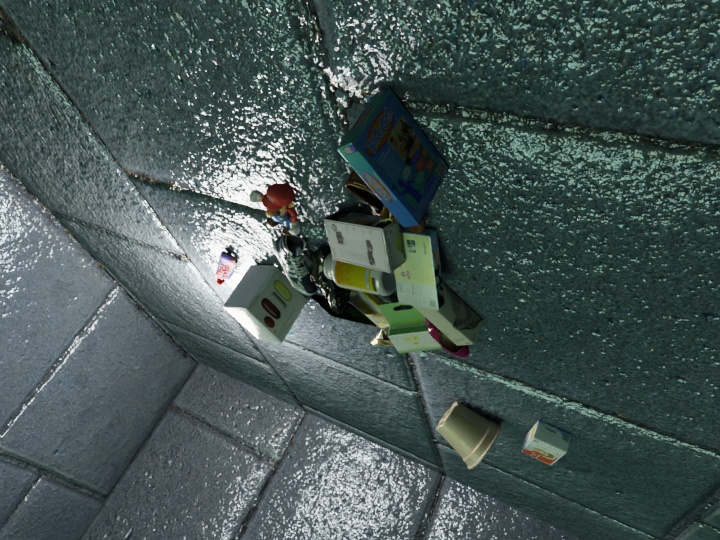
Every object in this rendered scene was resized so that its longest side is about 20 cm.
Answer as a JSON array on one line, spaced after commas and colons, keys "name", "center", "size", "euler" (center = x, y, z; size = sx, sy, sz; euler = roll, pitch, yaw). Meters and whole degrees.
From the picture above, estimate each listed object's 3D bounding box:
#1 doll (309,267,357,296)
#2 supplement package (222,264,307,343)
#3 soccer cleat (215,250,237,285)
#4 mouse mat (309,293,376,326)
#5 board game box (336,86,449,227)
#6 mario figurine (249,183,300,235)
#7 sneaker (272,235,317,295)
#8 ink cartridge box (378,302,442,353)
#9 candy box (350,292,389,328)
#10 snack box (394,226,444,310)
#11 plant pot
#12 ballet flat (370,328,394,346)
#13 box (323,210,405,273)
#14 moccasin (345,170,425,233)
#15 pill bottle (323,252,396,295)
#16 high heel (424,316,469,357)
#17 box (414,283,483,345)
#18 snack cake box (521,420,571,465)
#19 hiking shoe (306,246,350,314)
[{"name": "doll", "center": [-0.089, 0.041, 1.614], "size": [0.199, 0.048, 0.137], "euler": [16, 138, 38]}, {"name": "supplement package", "center": [-0.330, 0.115, 1.852], "size": [0.146, 0.192, 0.200], "euler": [1, 142, 43]}, {"name": "soccer cleat", "center": [-0.502, -0.006, 1.951], "size": [0.068, 0.074, 0.200], "euler": [31, 153, -2]}, {"name": "mouse mat", "center": [-0.057, 0.120, 1.632], "size": [0.199, 0.008, 0.161], "euler": [20, -168, -42]}, {"name": "board game box", "center": [0.066, -0.203, 0.960], "size": [0.045, 0.153, 0.200], "euler": [-6, 135, 50]}, {"name": "mario figurine", "center": [-0.224, -0.150, 1.387], "size": [0.122, 0.107, 0.200], "euler": [-6, 160, -5]}, {"name": "sneaker", "center": [-0.181, -0.021, 1.563], "size": [0.201, 0.070, 0.108], "euler": [57, 147, -3]}, {"name": "ink cartridge box", "center": [0.149, 0.170, 1.573], "size": [0.144, 0.048, 0.200], "euler": [-10, 138, 23]}, {"name": "candy box", "center": [0.031, 0.111, 1.661], "size": [0.200, 0.027, 0.102], "euler": [43, 146, -21]}, {"name": "snack box", "center": [0.136, -0.006, 1.269], "size": [0.115, 0.037, 0.202], "euler": [10, 124, 35]}, {"name": "plant pot", "center": [0.392, 0.596, 1.966], "size": [0.183, 0.201, 0.201], "euler": [38, 155, 11]}, {"name": "ballet flat", "center": [0.104, 0.219, 1.748], "size": [0.199, 0.070, 0.066], "euler": [-4, 110, 45]}, {"name": "box", "center": [0.009, -0.073, 1.272], "size": [0.199, 0.060, 0.118], "euler": [13, 125, 44]}, {"name": "moccasin", "center": [0.056, -0.144, 1.150], "size": [0.201, 0.078, 0.074], "euler": [39, 152, -15]}, {"name": "pill bottle", "center": [0.000, 0.000, 1.415], "size": [0.198, 0.110, 0.110], "euler": [10, 147, 35]}, {"name": "high heel", "center": [0.257, 0.207, 1.503], "size": [0.200, 0.068, 0.096], "euler": [38, -170, -25]}, {"name": "box", "center": [0.230, 0.110, 1.401], "size": [0.200, 0.083, 0.068], "euler": [40, 152, -21]}, {"name": "snack cake box", "center": [0.639, 0.599, 1.825], "size": [0.114, 0.068, 0.201], "euler": [21, 152, 15]}, {"name": "hiking shoe", "center": [-0.095, 0.030, 1.539], "size": [0.100, 0.075, 0.202], "euler": [-3, 104, 45]}]
